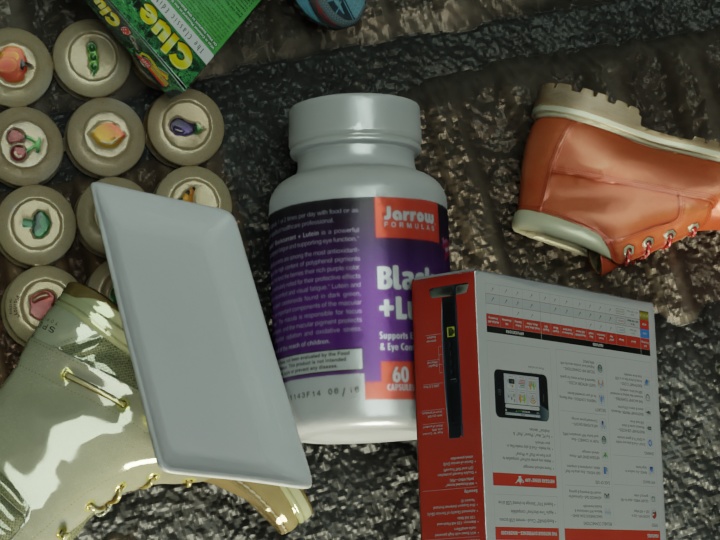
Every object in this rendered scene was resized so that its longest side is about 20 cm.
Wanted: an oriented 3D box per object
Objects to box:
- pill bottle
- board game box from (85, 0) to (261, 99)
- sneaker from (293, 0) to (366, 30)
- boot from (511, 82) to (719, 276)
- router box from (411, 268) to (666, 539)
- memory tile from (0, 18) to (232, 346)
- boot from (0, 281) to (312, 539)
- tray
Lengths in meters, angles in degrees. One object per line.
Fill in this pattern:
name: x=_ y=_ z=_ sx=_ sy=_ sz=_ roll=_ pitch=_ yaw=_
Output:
pill bottle: x=0.000 y=0.000 z=1.258 sx=0.110 sy=0.111 sz=0.202 roll=0 pitch=80 yaw=-15
board game box: x=-0.148 y=-0.213 z=1.261 sx=0.200 sy=0.023 sz=0.105 roll=50 pitch=50 yaw=-17
sneaker: x=0.004 y=-0.239 z=1.272 sx=0.095 sy=0.079 sz=0.202 roll=15 pitch=118 yaw=23
boot: x=0.194 y=-0.038 z=1.343 sx=0.198 sy=0.075 sz=0.108 roll=18 pitch=79 yaw=-3
router box: x=0.111 y=0.101 z=1.247 sx=0.199 sy=0.049 sz=0.181 roll=11 pitch=74 yaw=-50
memory tile: x=-0.154 y=-0.058 z=1.277 sx=0.152 sy=0.017 sz=0.202 roll=-7 pitch=82 yaw=-16
boot: x=-0.141 y=0.126 z=1.221 sx=0.200 sy=0.072 sz=0.155 roll=42 pitch=76 yaw=-9
tray: x=-0.098 y=0.041 z=1.204 sx=0.107 sy=0.022 sz=0.201 roll=11 pitch=48 yaw=-37
